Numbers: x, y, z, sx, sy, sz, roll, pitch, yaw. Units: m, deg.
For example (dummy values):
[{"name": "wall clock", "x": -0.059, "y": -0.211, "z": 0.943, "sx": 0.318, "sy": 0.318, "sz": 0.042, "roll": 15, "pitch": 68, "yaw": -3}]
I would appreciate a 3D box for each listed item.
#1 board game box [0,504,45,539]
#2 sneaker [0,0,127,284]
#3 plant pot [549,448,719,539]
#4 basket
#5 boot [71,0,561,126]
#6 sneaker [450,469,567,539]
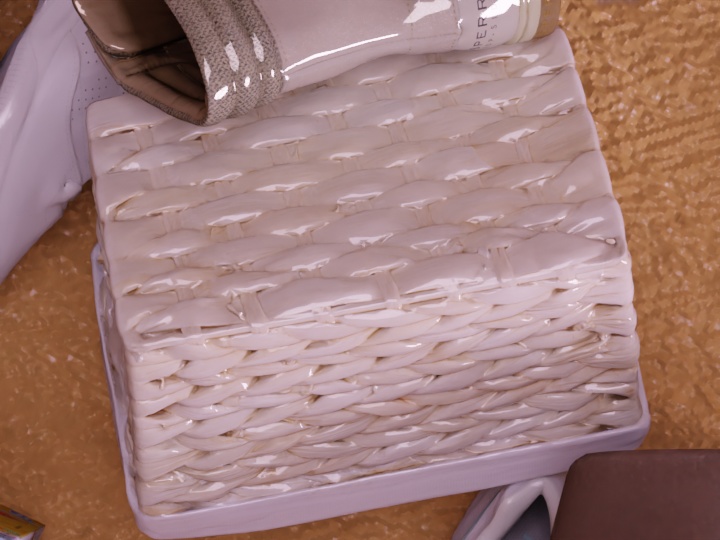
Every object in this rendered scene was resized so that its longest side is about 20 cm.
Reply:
[{"name": "board game box", "x": -0.186, "y": 0.080, "z": 1.009, "sx": 0.134, "sy": 0.200, "sz": 0.034, "roll": 26, "pitch": 85, "yaw": -2}, {"name": "sneaker", "x": -0.096, "y": -0.068, "z": 1.094, "sx": 0.088, "sy": 0.075, "sz": 0.200, "roll": 28, "pitch": 84, "yaw": -13}, {"name": "plant pot", "x": 0.132, "y": 0.152, "z": 0.994, "sx": 0.200, "sy": 0.200, "sz": 0.175, "roll": 1, "pitch": 84, "yaw": -3}, {"name": "basket", "x": 0.000, "y": 0.000, "z": 1.040, "sx": 0.200, "sy": 0.123, "sz": 0.136, "roll": -10, "pitch": 53, "yaw": -5}, {"name": "boot", "x": -0.039, "y": -0.129, "z": 1.036, "sx": 0.155, "sy": 0.072, "sz": 0.200, "roll": -20, "pitch": 43, "yaw": -21}, {"name": "sneaker", "x": 0.033, "y": 0.162, "z": 1.071, "sx": 0.070, "sy": 0.080, "sz": 0.200, "roll": 20, "pitch": 82, "yaw": 9}]
